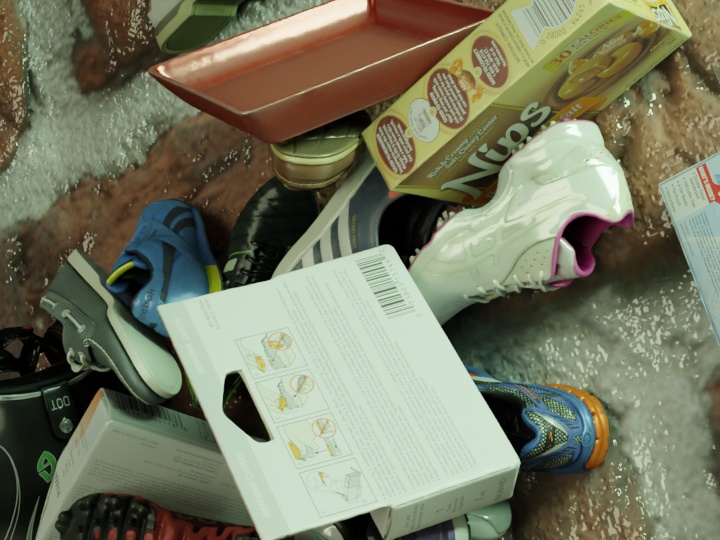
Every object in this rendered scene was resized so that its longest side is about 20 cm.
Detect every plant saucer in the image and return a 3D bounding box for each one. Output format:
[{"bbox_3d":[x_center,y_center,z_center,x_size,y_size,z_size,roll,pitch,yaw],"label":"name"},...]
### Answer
[{"bbox_3d":[-0.028,-0.145,1.064,0.200,0.199,0.037,31,141,59],"label":"plant saucer"}]

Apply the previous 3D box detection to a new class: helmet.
[{"bbox_3d":[-0.274,0.150,1.253,0.199,0.199,0.192,19,122,38],"label":"helmet"}]

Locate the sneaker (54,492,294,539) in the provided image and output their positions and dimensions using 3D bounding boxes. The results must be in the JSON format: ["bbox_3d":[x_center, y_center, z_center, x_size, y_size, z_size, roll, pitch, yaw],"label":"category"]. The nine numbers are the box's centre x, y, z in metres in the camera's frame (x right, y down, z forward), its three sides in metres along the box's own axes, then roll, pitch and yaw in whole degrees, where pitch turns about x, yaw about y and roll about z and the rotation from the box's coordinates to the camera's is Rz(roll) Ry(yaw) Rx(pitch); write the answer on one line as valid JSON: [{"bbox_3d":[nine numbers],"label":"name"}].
[{"bbox_3d":[-0.126,0.215,1.115,0.199,0.098,0.071,11,76,12],"label":"sneaker"}]

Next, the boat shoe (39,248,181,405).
[{"bbox_3d":[-0.199,0.056,1.177,0.062,0.073,0.200,-45,41,1],"label":"boat shoe"}]

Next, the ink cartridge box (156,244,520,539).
[{"bbox_3d":[-0.019,0.084,0.977,0.045,0.175,0.201,97,151,-47],"label":"ink cartridge box"}]

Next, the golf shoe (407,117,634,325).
[{"bbox_3d":[0.104,-0.012,1.038,0.200,0.075,0.092,-47,64,27],"label":"golf shoe"}]

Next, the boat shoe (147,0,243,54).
[{"bbox_3d":[-0.108,-0.257,1.223,0.200,0.075,0.069,-33,73,33],"label":"boat shoe"}]

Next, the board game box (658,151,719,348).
[{"bbox_3d":[0.301,-0.005,0.898,0.199,0.041,0.201,-29,69,34],"label":"board game box"}]

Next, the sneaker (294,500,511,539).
[{"bbox_3d":[0.031,0.195,1.089,0.199,0.070,0.081,-12,88,43],"label":"sneaker"}]

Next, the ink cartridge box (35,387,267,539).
[{"bbox_3d":[-0.174,0.201,1.187,0.201,0.161,0.050,-56,31,21],"label":"ink cartridge box"}]

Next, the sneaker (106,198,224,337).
[{"bbox_3d":[-0.167,-0.012,1.209,0.066,0.078,0.200,-68,24,20],"label":"sneaker"}]

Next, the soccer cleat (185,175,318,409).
[{"bbox_3d":[-0.083,0.021,1.175,0.081,0.067,0.201,-105,38,-64],"label":"soccer cleat"}]

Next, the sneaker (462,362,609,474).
[{"bbox_3d":[0.072,0.101,1.049,0.199,0.078,0.076,-2,85,38],"label":"sneaker"}]

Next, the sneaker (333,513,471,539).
[{"bbox_3d":[-0.003,0.120,1.015,0.076,0.087,0.200,-56,44,26],"label":"sneaker"}]

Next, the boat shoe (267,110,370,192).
[{"bbox_3d":[-0.030,-0.089,1.097,0.071,0.200,0.068,6,109,0],"label":"boat shoe"}]

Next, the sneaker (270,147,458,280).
[{"bbox_3d":[0.000,0.000,1.116,0.085,0.075,0.201,46,114,36],"label":"sneaker"}]

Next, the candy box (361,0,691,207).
[{"bbox_3d":[0.110,-0.125,1.012,0.200,0.115,0.056,-39,63,29],"label":"candy box"}]
